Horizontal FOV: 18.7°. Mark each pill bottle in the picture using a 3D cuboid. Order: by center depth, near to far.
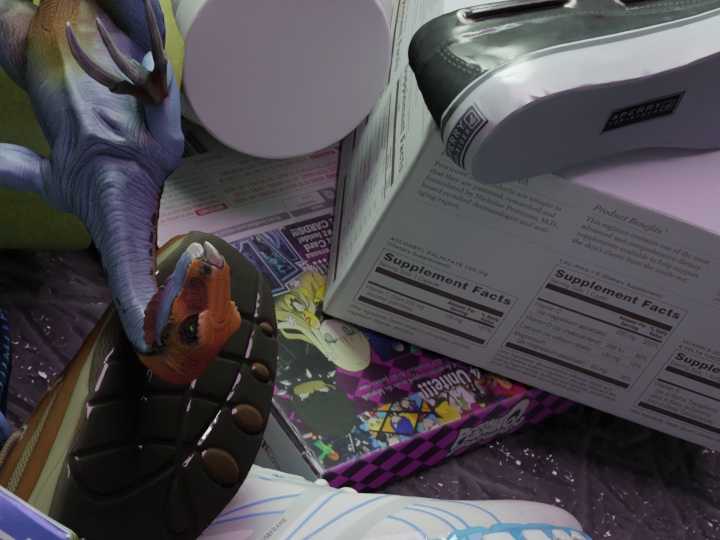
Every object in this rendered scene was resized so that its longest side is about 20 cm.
[{"bbox_3d":[-0.051,-0.127,0.927,0.112,0.114,0.200,11,25,-20],"label":"pill bottle"}]

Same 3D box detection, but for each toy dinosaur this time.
[{"bbox_3d":[-0.072,-0.058,0.701,0.200,0.105,0.183,-26,92,-55],"label":"toy dinosaur"}]

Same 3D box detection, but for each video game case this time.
[{"bbox_3d":[0.000,0.000,0.923,0.199,0.036,0.182,-18,58,-41],"label":"video game case"}]

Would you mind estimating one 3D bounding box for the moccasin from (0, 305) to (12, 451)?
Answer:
[{"bbox_3d":[-0.157,0.068,0.737,0.080,0.068,0.201,22,41,-8],"label":"moccasin"}]

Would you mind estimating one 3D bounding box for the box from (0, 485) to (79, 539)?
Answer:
[{"bbox_3d":[-0.176,0.088,0.628,0.199,0.048,0.122,32,74,4],"label":"box"}]

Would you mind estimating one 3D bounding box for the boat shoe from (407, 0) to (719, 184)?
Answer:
[{"bbox_3d":[0.106,-0.082,0.822,0.199,0.069,0.057,-13,57,-35],"label":"boat shoe"}]

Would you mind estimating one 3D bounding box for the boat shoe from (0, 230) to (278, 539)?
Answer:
[{"bbox_3d":[-0.095,0.076,0.720,0.076,0.074,0.201,45,56,-34],"label":"boat shoe"}]

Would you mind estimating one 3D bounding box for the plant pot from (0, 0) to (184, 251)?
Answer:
[{"bbox_3d":[-0.174,-0.087,0.815,0.183,0.201,0.201,12,41,-36],"label":"plant pot"}]

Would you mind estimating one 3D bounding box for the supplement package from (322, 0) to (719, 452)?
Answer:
[{"bbox_3d":[0.101,-0.039,0.910,0.199,0.111,0.156,20,42,-14],"label":"supplement package"}]

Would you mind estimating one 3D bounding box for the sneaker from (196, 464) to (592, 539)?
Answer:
[{"bbox_3d":[-0.006,0.100,0.792,0.199,0.075,0.087,-4,44,-33],"label":"sneaker"}]
